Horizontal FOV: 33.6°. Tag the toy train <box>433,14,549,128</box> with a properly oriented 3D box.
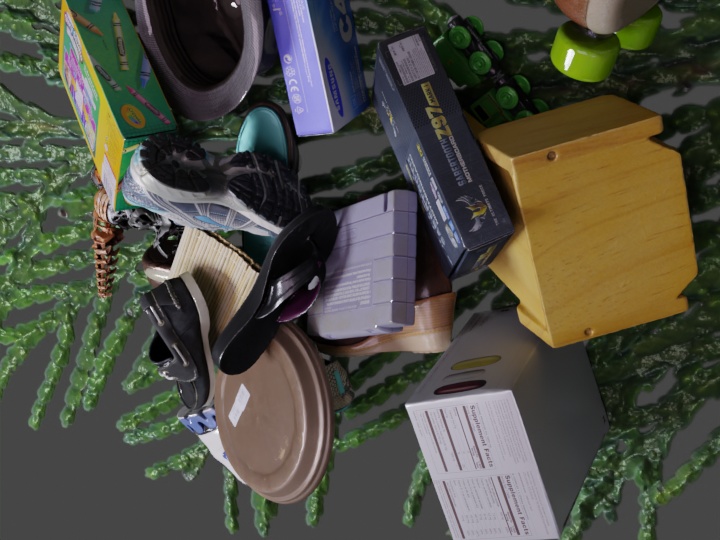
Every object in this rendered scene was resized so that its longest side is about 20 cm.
[{"bbox_3d":[0.139,-0.152,1.125,0.200,0.042,0.056,51,134,-4],"label":"toy train"}]

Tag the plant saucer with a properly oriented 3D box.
[{"bbox_3d":[-0.098,0.147,1.257,0.200,0.029,0.201,6,98,51],"label":"plant saucer"}]

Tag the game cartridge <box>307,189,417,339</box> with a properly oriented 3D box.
[{"bbox_3d":[0.000,0.000,1.172,0.200,0.038,0.130,168,101,-64],"label":"game cartridge"}]

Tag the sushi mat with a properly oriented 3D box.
[{"bbox_3d":[-0.164,0.024,1.280,0.095,0.012,0.200,35,144,3],"label":"sushi mat"}]

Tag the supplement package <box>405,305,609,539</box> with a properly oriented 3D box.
[{"bbox_3d":[0.150,0.142,1.161,0.110,0.200,0.156,-11,108,29],"label":"supplement package"}]

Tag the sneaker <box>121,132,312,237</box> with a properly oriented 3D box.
[{"bbox_3d":[-0.140,-0.075,1.174,0.199,0.078,0.086,19,147,-28],"label":"sneaker"}]

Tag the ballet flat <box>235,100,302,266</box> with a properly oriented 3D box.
[{"bbox_3d":[-0.095,-0.088,1.248,0.068,0.068,0.201,14,117,17],"label":"ballet flat"}]

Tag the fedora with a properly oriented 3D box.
[{"bbox_3d":[-0.135,-0.252,1.164,0.176,0.090,0.201,-20,90,43],"label":"fedora"}]

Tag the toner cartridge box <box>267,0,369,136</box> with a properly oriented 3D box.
[{"bbox_3d":[-0.044,-0.239,1.138,0.043,0.095,0.201,-2,113,26],"label":"toner cartridge box"}]

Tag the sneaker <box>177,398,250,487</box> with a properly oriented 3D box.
[{"bbox_3d":[-0.110,0.185,1.387,0.199,0.081,0.116,-17,110,36],"label":"sneaker"}]

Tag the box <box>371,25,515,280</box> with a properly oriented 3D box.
[{"bbox_3d":[0.070,-0.100,1.083,0.051,0.158,0.201,-21,82,-4],"label":"box"}]

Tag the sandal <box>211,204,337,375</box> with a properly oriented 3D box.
[{"bbox_3d":[-0.073,0.027,1.182,0.048,0.075,0.201,42,109,32],"label":"sandal"}]

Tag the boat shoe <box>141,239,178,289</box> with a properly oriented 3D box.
[{"bbox_3d":[-0.147,0.021,1.332,0.201,0.075,0.075,16,133,25],"label":"boat shoe"}]

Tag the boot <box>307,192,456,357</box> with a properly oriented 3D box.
[{"bbox_3d":[0.014,0.003,1.254,0.199,0.072,0.167,-5,94,41],"label":"boot"}]

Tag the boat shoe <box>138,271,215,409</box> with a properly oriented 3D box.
[{"bbox_3d":[-0.200,0.085,1.294,0.072,0.067,0.201,47,153,33],"label":"boat shoe"}]

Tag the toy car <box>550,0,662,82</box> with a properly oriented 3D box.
[{"bbox_3d":[0.166,-0.286,0.994,0.200,0.158,0.165,34,134,21],"label":"toy car"}]

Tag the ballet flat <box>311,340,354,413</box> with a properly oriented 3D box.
[{"bbox_3d":[-0.079,0.095,1.294,0.200,0.068,0.076,15,123,51],"label":"ballet flat"}]

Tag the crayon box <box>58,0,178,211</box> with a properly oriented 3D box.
[{"bbox_3d":[-0.250,-0.176,1.212,0.201,0.058,0.119,64,153,25],"label":"crayon box"}]

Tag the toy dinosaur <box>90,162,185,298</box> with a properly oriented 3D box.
[{"bbox_3d":[-0.241,-0.071,1.304,0.135,0.102,0.201,20,113,17],"label":"toy dinosaur"}]

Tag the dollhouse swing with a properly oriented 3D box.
[{"bbox_3d":[0.187,-0.067,1.096,0.181,0.176,0.201,-16,121,4],"label":"dollhouse swing"}]
